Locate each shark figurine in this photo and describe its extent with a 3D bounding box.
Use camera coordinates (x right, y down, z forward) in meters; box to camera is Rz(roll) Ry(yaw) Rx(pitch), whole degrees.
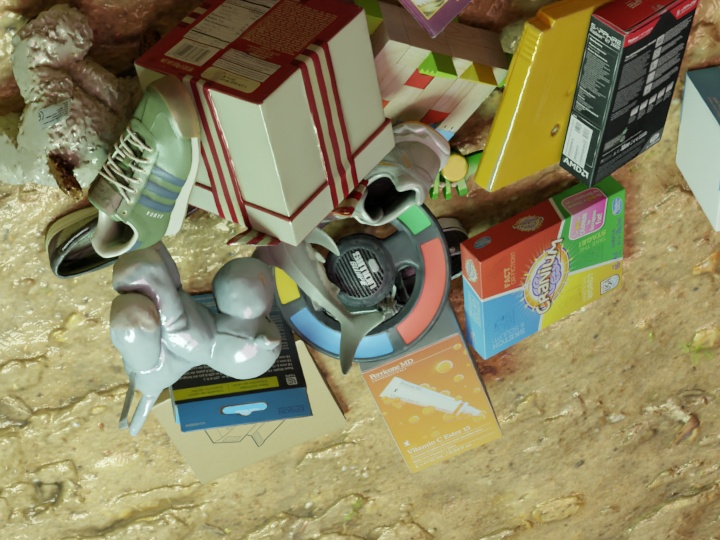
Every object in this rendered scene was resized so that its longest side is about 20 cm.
[{"bbox_3d":[-0.071,0.000,1.583,0.089,0.128,0.216,-37,114,-22],"label":"shark figurine"}]

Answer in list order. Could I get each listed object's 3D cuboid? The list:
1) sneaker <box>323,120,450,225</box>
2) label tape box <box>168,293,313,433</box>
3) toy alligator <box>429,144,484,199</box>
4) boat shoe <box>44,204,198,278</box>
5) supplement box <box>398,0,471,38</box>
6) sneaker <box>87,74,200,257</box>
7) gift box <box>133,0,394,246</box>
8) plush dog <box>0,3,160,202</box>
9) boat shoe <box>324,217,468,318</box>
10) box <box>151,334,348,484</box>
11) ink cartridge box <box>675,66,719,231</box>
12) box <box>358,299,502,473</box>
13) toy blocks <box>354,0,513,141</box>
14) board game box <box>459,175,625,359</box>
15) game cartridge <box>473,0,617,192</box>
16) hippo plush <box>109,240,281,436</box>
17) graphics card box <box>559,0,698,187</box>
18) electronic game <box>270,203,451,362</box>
[{"bbox_3d":[-0.003,-0.080,1.531,0.199,0.093,0.076,-22,124,41],"label":"sneaker"},{"bbox_3d":[-0.138,0.113,1.648,0.142,0.201,0.064,-6,134,-11],"label":"label tape box"},{"bbox_3d":[0.048,-0.103,1.598,0.197,0.059,0.055,2,103,-7],"label":"toy alligator"},{"bbox_3d":[-0.233,-0.047,1.570,0.199,0.066,0.072,-25,133,6],"label":"boat shoe"},{"bbox_3d":[0.041,-0.331,1.361,0.131,0.103,0.200,-42,129,6],"label":"supplement box"},{"bbox_3d":[-0.199,-0.081,1.355,0.089,0.067,0.201,-30,156,-29],"label":"sneaker"},{"bbox_3d":[-0.098,-0.137,1.418,0.200,0.183,0.188,-43,139,-28],"label":"gift box"},{"bbox_3d":[-0.244,-0.138,1.450,0.170,0.161,0.201,-13,141,-41],"label":"plush dog"},{"bbox_3d":[0.035,0.014,1.702,0.197,0.068,0.074,-22,133,3],"label":"boat shoe"},{"bbox_3d":[-0.133,0.168,1.823,0.198,0.021,0.164,-22,133,5],"label":"box"},{"bbox_3d":[0.460,-0.146,1.647,0.197,0.126,0.130,-11,133,-6],"label":"ink cartridge box"},{"bbox_3d":[0.076,0.126,1.795,0.123,0.098,0.201,-22,133,4],"label":"box"},{"bbox_3d":[0.048,-0.189,1.520,0.198,0.101,0.137,9,141,-34],"label":"toy blocks"},{"bbox_3d":[0.207,-0.005,1.714,0.198,0.040,0.154,-27,136,-19],"label":"board game box"},{"bbox_3d":[0.202,-0.189,1.541,0.175,0.032,0.202,-25,141,-41],"label":"game cartridge"},{"bbox_3d":[-0.158,0.055,1.500,0.158,0.203,0.159,0,169,0],"label":"hippo plush"},{"bbox_3d":[0.274,-0.195,1.555,0.125,0.051,0.202,-33,146,-31],"label":"graphics card box"},{"bbox_3d":[0.000,0.000,1.638,0.197,0.042,0.203,1,99,6],"label":"electronic game"}]
